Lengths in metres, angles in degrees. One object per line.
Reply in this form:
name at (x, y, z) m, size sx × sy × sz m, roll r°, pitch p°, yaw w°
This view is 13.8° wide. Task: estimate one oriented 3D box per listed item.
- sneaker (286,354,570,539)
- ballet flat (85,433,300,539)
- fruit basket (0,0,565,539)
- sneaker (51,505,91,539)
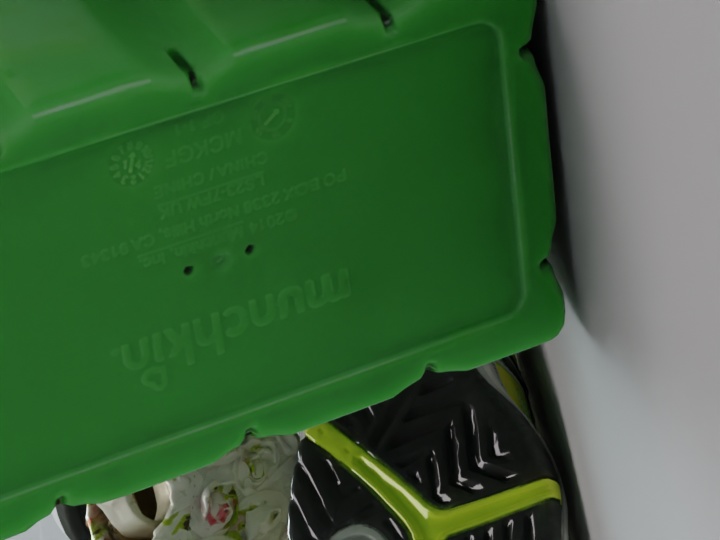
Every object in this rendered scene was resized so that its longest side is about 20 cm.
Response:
sneaker at (0.021, 0.049, 0.766) m, size 0.076 × 0.075 × 0.200 m, roll 40°, pitch -142°, yaw -63°
ballet flat at (-0.068, -0.003, 0.797) m, size 0.076 × 0.064 × 0.200 m, roll -32°, pitch 77°, yaw 49°
fruit basket at (-0.074, -0.046, 0.682) m, size 0.216 × 0.216 × 0.156 m, roll -107°, pitch 9°, yaw -62°
sneaker at (-0.095, -0.014, 1.000) m, size 0.121 × 0.084 × 0.200 m, roll 26°, pitch 112°, yaw 54°
